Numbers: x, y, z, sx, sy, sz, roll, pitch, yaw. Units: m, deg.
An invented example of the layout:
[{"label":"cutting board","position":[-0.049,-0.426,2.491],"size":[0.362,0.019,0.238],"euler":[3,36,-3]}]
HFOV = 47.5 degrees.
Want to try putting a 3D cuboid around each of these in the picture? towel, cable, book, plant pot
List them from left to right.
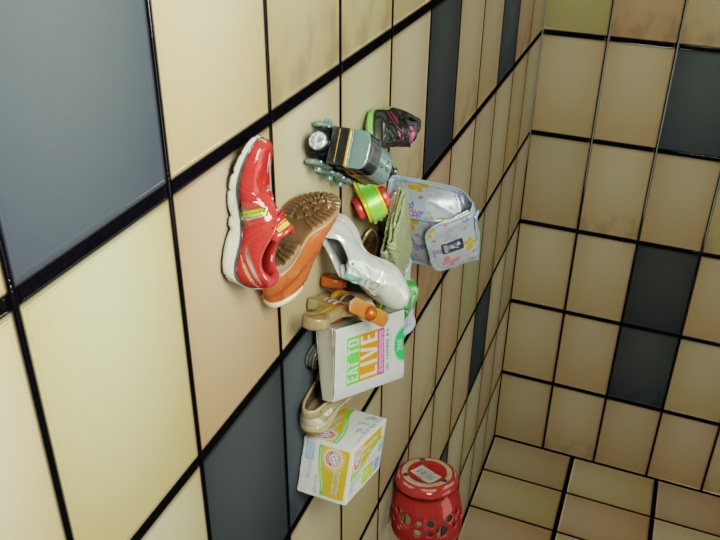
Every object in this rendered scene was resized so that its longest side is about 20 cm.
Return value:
[{"label":"cable","position":[-0.052,0.123,1.512],"size":[0.200,0.050,0.098],"euler":[-42,154,-42]},{"label":"book","position":[0.005,0.150,1.484],"size":[0.199,0.048,0.135],"euler":[-12,104,-48]},{"label":"towel","position":[0.070,-0.042,1.552],"size":[0.201,0.036,0.150],"euler":[84,18,-56]},{"label":"plant pot","position":[0.184,0.626,2.243],"size":[0.200,0.198,0.185],"euler":[-40,135,-62]}]

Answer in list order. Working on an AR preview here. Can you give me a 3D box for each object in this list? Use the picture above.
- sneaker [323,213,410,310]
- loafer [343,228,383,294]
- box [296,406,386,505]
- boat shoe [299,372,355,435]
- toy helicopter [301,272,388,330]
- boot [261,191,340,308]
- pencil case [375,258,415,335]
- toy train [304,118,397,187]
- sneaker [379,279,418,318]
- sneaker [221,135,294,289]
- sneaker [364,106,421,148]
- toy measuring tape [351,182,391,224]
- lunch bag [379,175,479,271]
[{"label":"sneaker","position":[0.000,0.002,1.368],"size":[0.075,0.200,0.089],"euler":[-39,-170,29]},{"label":"loafer","position":[0.000,0.000,1.527],"size":[0.201,0.072,0.073],"euler":[-71,154,-51]},{"label":"box","position":[-0.033,0.352,1.577],"size":[0.200,0.100,0.114],"euler":[-22,122,-68]},{"label":"boat shoe","position":[-0.048,0.209,1.493],"size":[0.201,0.070,0.065],"euler":[-57,153,-45]},{"label":"toy helicopter","position":[-0.034,0.069,1.353],"size":[0.200,0.131,0.080],"euler":[-28,128,-66]},{"label":"boot","position":[-0.093,-0.035,1.224],"size":[0.200,0.074,0.108],"euler":[-52,153,-37]},{"label":"pencil case","position":[0.074,0.050,1.734],"size":[0.091,0.083,0.201],"euler":[-40,142,-28]},{"label":"toy train","position":[-0.012,-0.178,1.297],"size":[0.200,0.113,0.086],"euler":[20,83,-71]},{"label":"sneaker","position":[0.064,0.103,1.616],"size":[0.201,0.083,0.074],"euler":[-52,125,-26]},{"label":"sneaker","position":[-0.124,-0.074,1.072],"size":[0.077,0.084,0.203],"euler":[-32,131,-66]},{"label":"sneaker","position":[0.061,-0.262,1.510],"size":[0.200,0.083,0.078],"euler":[-48,144,-57]},{"label":"toy measuring tape","position":[0.013,-0.143,1.458],"size":[0.201,0.073,0.074],"euler":[69,37,-56]},{"label":"lunch bag","position":[0.146,-0.090,1.686],"size":[0.170,0.198,0.128],"euler":[74,33,-56]}]
